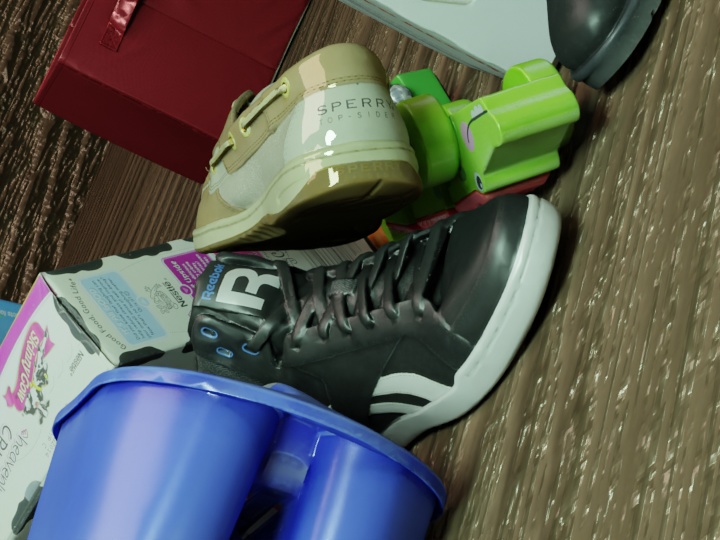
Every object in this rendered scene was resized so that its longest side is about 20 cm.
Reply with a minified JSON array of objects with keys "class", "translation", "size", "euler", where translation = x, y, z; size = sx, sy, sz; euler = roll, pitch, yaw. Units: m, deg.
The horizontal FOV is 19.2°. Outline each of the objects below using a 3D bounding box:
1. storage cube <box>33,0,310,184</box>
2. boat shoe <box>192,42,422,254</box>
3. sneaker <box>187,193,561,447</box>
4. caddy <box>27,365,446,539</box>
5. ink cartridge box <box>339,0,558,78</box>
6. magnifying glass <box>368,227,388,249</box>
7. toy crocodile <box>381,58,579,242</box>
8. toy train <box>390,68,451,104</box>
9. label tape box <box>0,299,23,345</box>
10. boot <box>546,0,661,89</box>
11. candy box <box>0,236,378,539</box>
[{"class":"storage cube","translation":[-0.172,-0.203,1.935],"size":[0.171,0.180,0.200],"euler":[-67,11,-14]},{"class":"boat shoe","translation":[-0.025,-0.047,0.889],"size":[0.200,0.074,0.066],"euler":[158,106,-68]},{"class":"sneaker","translation":[-0.008,0.017,0.859],"size":[0.200,0.112,0.073],"euler":[-50,20,54]},{"class":"caddy","translation":[-0.052,0.093,0.820],"size":[0.200,0.141,0.105],"euler":[-37,32,65]},{"class":"ink cartridge box","translation":[0.025,-0.160,1.024],"size":[0.083,0.147,0.200],"euler":[-62,12,5]},{"class":"magnifying glass","translation":[0.000,0.000,1.110],"size":[0.200,0.022,0.080],"euler":[-50,17,57]},{"class":"toy crocodile","translation":[0.041,-0.044,0.906],"size":[0.062,0.067,0.200],"euler":[71,159,2]},{"class":"toy train","translation":[-0.012,-0.043,1.164],"size":[0.056,0.042,0.200],"euler":[-16,-21,-37]},{"class":"label tape box","translation":[-0.163,0.121,1.061],"size":[0.063,0.144,0.200],"euler":[-27,59,42]},{"class":"boot","translation":[0.034,-0.176,0.872],"size":[0.066,0.200,0.165],"euler":[-51,17,48]},{"class":"candy box","translation":[-0.089,0.048,1.017],"size":[0.200,0.061,0.136],"euler":[-16,-32,-49]}]
